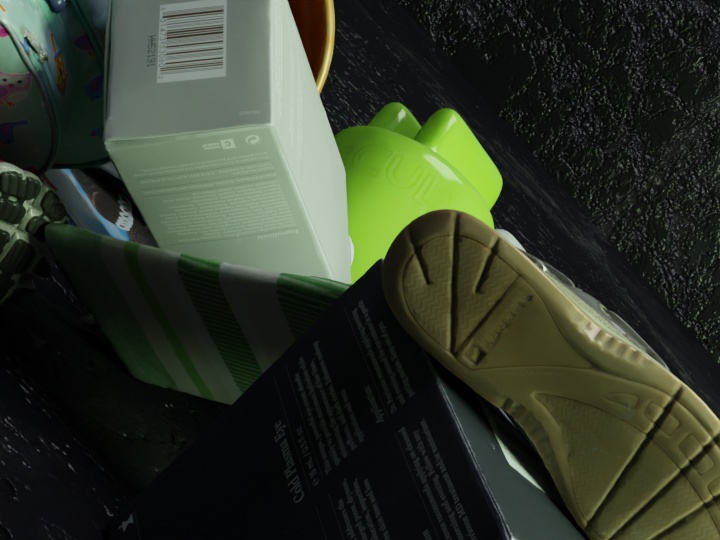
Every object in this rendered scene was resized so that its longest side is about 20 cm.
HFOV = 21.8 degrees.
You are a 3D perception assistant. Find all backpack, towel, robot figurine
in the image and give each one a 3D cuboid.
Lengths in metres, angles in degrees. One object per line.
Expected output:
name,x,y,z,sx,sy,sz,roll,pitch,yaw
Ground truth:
backpack,-0.191,-0.129,0.939,0.200,0.174,0.154,59,37,-56
towel,-0.044,0.034,0.925,0.198,0.024,0.153,12,-27,20
robot figurine,0.000,0.000,1.069,0.175,0.201,0.116,12,-31,43

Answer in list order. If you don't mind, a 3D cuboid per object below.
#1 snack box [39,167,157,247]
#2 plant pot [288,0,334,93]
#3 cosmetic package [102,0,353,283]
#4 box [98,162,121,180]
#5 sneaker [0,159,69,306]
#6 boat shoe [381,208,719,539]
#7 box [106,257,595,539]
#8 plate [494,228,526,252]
snack box,-0.119,-0.008,1.132,0.116,0.037,0.200,52,14,20
plant pot,-0.123,-0.161,1.282,0.200,0.200,0.183,45,-2,-6
cosmetic package,-0.060,-0.054,0.928,0.200,0.089,0.108,76,10,-57
box,-0.151,-0.123,1.118,0.199,0.098,0.124,31,7,-9
sneaker,-0.215,-0.048,0.874,0.085,0.077,0.200,46,8,39
boat shoe,0.093,0.051,0.747,0.200,0.072,0.065,43,17,5
box,0.001,0.131,0.775,0.104,0.182,0.200,39,15,-31
plate,0.054,0.072,1.122,0.200,0.199,0.032,55,-18,33
